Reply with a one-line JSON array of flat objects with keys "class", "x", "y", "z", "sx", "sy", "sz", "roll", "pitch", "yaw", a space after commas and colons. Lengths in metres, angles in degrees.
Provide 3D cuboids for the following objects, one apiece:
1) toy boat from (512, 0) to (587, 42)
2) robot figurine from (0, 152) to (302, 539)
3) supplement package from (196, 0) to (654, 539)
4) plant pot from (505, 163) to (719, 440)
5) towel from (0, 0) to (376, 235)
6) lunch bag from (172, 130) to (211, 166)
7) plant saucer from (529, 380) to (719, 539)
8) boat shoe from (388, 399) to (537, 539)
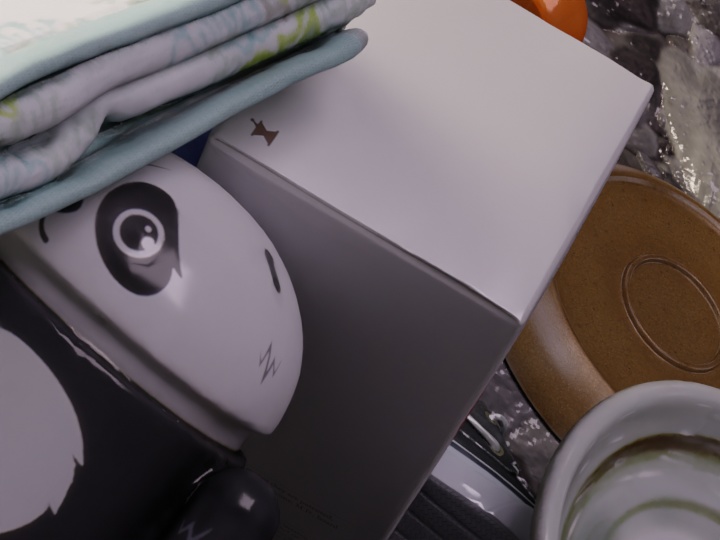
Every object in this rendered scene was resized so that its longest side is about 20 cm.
[{"class": "toy boat", "x": 0.055, "y": -0.087, "z": 1.083, "sx": 0.130, "sy": 0.131, "sz": 0.201, "roll": 30, "pitch": 43, "yaw": -9}, {"class": "robot figurine", "x": -0.107, "y": 0.051, "z": 0.732, "sx": 0.150, "sy": 0.200, "sz": 0.125, "roll": 41, "pitch": 0, "yaw": -11}, {"class": "supplement package", "x": 0.000, "y": 0.000, "z": 0.857, "sx": 0.119, "sy": 0.200, "sz": 0.122, "roll": 31, "pitch": 54, "yaw": 3}, {"class": "plant pot", "x": 0.146, "y": 0.026, "z": 1.157, "sx": 0.199, "sy": 0.027, "sz": 0.201, "roll": 23, "pitch": 47, "yaw": -26}, {"class": "towel", "x": -0.114, "y": -0.074, "z": 0.730, "sx": 0.170, "sy": 0.048, "sz": 0.200, "roll": 18, "pitch": 31, "yaw": 35}, {"class": "lunch bag", "x": -0.048, "y": -0.115, "z": 0.970, "sx": 0.133, "sy": 0.200, "sz": 0.136, "roll": 54, "pitch": 39, "yaw": 9}, {"class": "plant saucer", "x": 0.133, "y": 0.145, "z": 0.938, "sx": 0.199, "sy": 0.050, "sz": 0.201, "roll": 19, "pitch": 55, "yaw": -30}, {"class": "boat shoe", "x": 0.032, "y": 0.076, "z": 0.986, "sx": 0.200, "sy": 0.072, "sz": 0.071, "roll": 44, "pitch": 46, "yaw": -1}]
